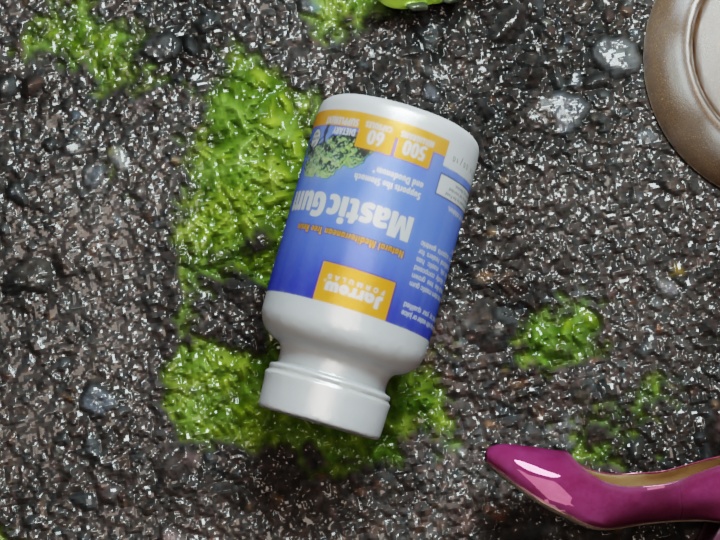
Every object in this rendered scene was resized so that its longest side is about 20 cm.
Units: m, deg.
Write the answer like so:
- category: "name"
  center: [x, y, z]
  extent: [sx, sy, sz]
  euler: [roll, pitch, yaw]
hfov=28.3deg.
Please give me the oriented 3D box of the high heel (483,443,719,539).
- category: "high heel"
  center: [0.181, 0.123, 0.915]
  extent: [0.198, 0.067, 0.097]
  euler: [21, 93, -10]

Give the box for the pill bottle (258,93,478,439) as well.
- category: "pill bottle"
  center: [0.000, 0.000, 0.916]
  extent: [0.110, 0.112, 0.203]
  euler: [15, 82, 4]

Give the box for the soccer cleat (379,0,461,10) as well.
- category: "soccer cleat"
  center: [0.083, -0.255, 0.983]
  extent: [0.199, 0.065, 0.084]
  euler: [-39, 53, 1]

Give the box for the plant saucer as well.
- category: "plant saucer"
  center: [0.292, -0.146, 0.968]
  extent: [0.197, 0.032, 0.204]
  euler: [0, 82, 3]
